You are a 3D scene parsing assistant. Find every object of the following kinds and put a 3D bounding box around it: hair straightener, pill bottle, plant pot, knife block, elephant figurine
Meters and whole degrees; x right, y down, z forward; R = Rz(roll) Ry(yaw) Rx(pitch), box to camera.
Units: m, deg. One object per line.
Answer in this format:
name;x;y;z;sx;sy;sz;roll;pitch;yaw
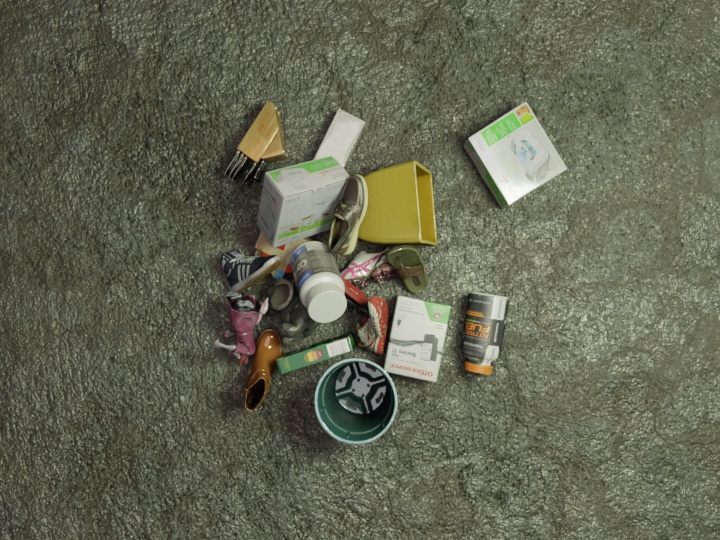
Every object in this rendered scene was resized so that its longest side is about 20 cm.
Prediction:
hair straightener;0.003;0.089;1.573;0.199;0.077;0.041;32;55;-27
pill bottle;0.316;0.161;1.544;0.105;0.106;0.203;8;89;4
pill bottle;-0.102;0.028;1.473;0.112;0.201;0.115;-9;128;-12
plant pot;-0.004;0.310;1.515;0.197;0.196;0.203;0;89;4
plant pot;0.074;-0.155;1.533;0.197;0.195;0.197;-5;88;20
knife block;-0.291;-0.334;1.615;0.173;0.064;0.203;-11;88;3
elephant figurine;-0.195;0.082;1.575;0.154;0.142;0.201;-25;69;-26

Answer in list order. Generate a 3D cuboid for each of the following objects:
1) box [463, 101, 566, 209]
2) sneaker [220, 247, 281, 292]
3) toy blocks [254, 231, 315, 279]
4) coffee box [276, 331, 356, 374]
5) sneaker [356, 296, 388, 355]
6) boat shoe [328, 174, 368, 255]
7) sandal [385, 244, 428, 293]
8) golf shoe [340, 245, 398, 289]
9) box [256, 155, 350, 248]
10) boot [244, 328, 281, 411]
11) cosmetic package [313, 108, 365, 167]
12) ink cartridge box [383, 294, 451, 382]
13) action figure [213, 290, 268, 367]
box;0.393;-0.292;1.549;0.175;0.097;0.201;-30;88;1
sneaker;-0.294;-0.021;1.566;0.199;0.070;0.109;-31;86;40
toy blocks;-0.204;-0.039;1.598;0.198;0.100;0.138;24;102;5
coffee box;-0.112;0.213;1.563;0.198;0.123;0.044;-19;89;4
sneaker;0.026;0.143;1.533;0.081;0.201;0.078;10;45;10
boat shoe;-0.033;-0.133;1.462;0.073;0.064;0.203;21;107;40
sandal;0.128;0.002;1.522;0.079;0.201;0.058;-23;47;14
golf shoe;0.000;0.000;1.594;0.198;0.073;0.093;-18;64;1
box;-0.143;-0.171;1.497;0.198;0.177;0.097;-22;58;-32
boot;-0.257;0.256;1.550;0.076;0.155;0.202;22;90;-5
cosmetic package;-0.066;-0.319;1.607;0.082;0.051;0.202;27;91;1
ink cartridge box;0.146;0.176;1.565;0.145;0.083;0.203;11;90;4
action figure;-0.298;0.154;1.563;0.147;0.134;0.203;-3;112;-1
